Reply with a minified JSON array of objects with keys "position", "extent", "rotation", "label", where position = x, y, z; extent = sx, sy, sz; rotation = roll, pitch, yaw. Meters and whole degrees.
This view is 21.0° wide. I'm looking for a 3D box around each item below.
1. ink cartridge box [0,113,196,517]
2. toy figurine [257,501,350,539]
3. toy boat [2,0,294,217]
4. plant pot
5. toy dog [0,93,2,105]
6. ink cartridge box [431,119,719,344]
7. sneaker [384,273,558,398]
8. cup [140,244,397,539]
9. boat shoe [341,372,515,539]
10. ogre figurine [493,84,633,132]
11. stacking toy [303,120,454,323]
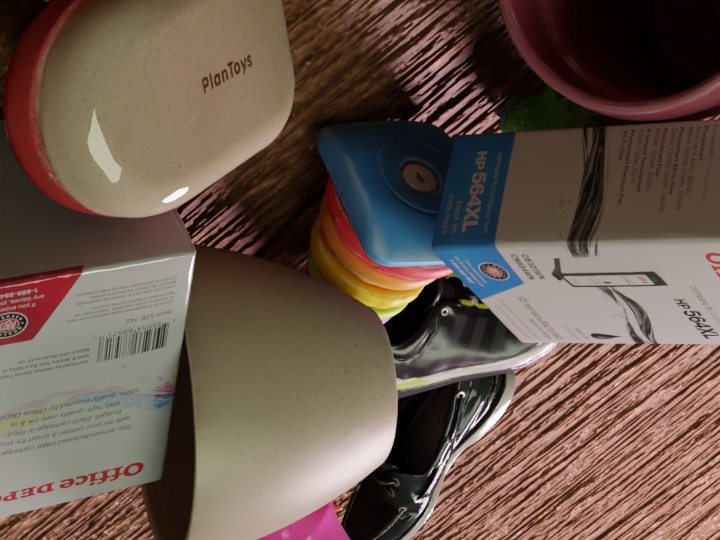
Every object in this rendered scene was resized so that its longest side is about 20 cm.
[{"position":[-0.197,0.027,1.156],"extent":[0.145,0.145,0.201],"rotation":[-10,136,-25],"label":"ink cartridge box"},{"position":[-0.064,0.169,1.367],"extent":[0.150,0.184,0.200],"rotation":[-39,142,8],"label":"toy figurine"},{"position":[-0.133,-0.109,1.084],"extent":[0.200,0.130,0.131],"rotation":[-39,126,-53],"label":"toy boat"},{"position":[0.208,-0.181,1.196],"extent":[0.200,0.200,0.179],"rotation":[-47,154,18],"label":"plant pot"},{"position":[-0.278,-0.102,0.993],"extent":[0.200,0.132,0.096],"rotation":[-39,176,-5],"label":"toy dog"},{"position":[0.167,-0.019,1.190],"extent":[0.199,0.085,0.146],"rotation":[-1,153,32],"label":"ink cartridge box"},{"position":[0.072,0.034,1.408],"extent":[0.199,0.072,0.083],"rotation":[-21,139,-14],"label":"sneaker"},{"position":[-0.059,0.078,1.231],"extent":[0.143,0.201,0.201],"rotation":[-3,134,-17],"label":"cup"},{"position":[0.036,0.139,1.492],"extent":[0.066,0.075,0.199],"rotation":[23,116,-44],"label":"boat shoe"},{"position":[0.165,-0.083,1.287],"extent":[0.120,0.200,0.098],"rotation":[19,109,-23],"label":"ogre figurine"},{"position":[0.000,0.000,1.314],"extent":[0.109,0.116,0.200],"rotation":[-4,144,-32],"label":"stacking toy"}]
